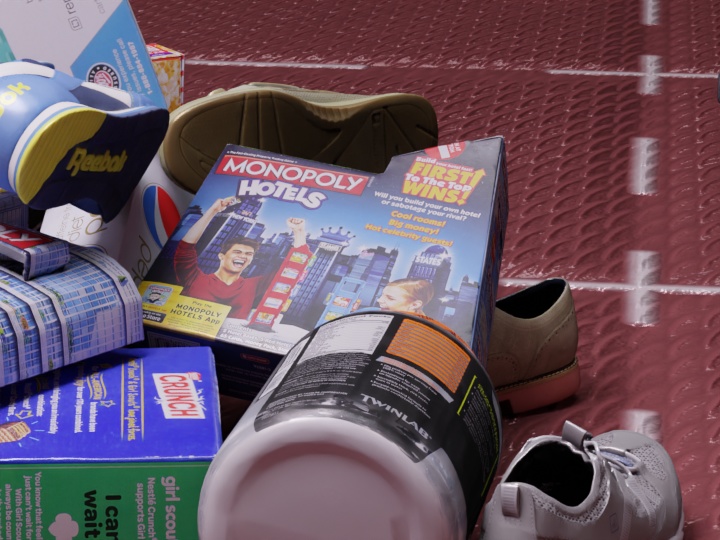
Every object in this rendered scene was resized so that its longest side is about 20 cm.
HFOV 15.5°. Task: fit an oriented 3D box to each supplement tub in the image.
[{"bbox_3d":[0.001,0.092,1.262,0.122,0.123,0.200,3,16,10],"label":"supplement tub"}]

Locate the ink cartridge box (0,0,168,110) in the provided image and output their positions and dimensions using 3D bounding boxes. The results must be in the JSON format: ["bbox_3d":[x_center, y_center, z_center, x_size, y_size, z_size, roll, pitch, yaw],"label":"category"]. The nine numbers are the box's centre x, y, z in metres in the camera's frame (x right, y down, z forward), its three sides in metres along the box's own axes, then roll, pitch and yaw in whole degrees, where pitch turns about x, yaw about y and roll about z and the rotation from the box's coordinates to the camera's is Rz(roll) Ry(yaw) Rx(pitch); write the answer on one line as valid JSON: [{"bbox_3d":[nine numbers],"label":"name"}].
[{"bbox_3d":[-0.236,-0.138,1.559,0.200,0.147,0.146,-22,19,-2],"label":"ink cartridge box"}]

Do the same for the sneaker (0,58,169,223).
[{"bbox_3d":[-0.162,-0.075,1.408,0.082,0.074,0.200,28,2,14],"label":"sneaker"}]

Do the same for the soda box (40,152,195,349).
[{"bbox_3d":[-0.144,0.003,1.508,0.068,0.064,0.200,-19,36,23],"label":"soda box"}]

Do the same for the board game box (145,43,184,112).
[{"bbox_3d":[-0.213,-0.065,1.758,0.200,0.152,0.046,-8,18,-31],"label":"board game box"}]

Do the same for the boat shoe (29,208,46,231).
[{"bbox_3d":[-0.226,-0.036,1.650,0.200,0.064,0.071,-38,26,0],"label":"boat shoe"}]

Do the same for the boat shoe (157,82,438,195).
[{"bbox_3d":[-0.045,-0.078,1.583,0.201,0.073,0.063,-11,14,-38],"label":"boat shoe"}]

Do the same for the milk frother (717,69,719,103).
[{"bbox_3d":[0.313,-0.037,1.591,0.188,0.200,0.181,-3,12,-14],"label":"milk frother"}]

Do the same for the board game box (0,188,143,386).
[{"bbox_3d":[-0.221,0.000,1.384,0.200,0.062,0.200,13,20,33],"label":"board game box"}]

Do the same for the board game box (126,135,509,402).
[{"bbox_3d":[0.000,0.000,1.466,0.200,0.062,0.200,13,46,19],"label":"board game box"}]

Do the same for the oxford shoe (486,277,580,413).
[{"bbox_3d":[0.042,0.048,1.502,0.200,0.075,0.070,-15,24,-39],"label":"oxford shoe"}]

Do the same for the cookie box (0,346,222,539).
[{"bbox_3d":[-0.169,0.099,1.321,0.200,0.075,0.171,-1,16,-4],"label":"cookie box"}]

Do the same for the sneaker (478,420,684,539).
[{"bbox_3d":[0.112,0.109,1.279,0.075,0.082,0.200,6,17,19],"label":"sneaker"}]
